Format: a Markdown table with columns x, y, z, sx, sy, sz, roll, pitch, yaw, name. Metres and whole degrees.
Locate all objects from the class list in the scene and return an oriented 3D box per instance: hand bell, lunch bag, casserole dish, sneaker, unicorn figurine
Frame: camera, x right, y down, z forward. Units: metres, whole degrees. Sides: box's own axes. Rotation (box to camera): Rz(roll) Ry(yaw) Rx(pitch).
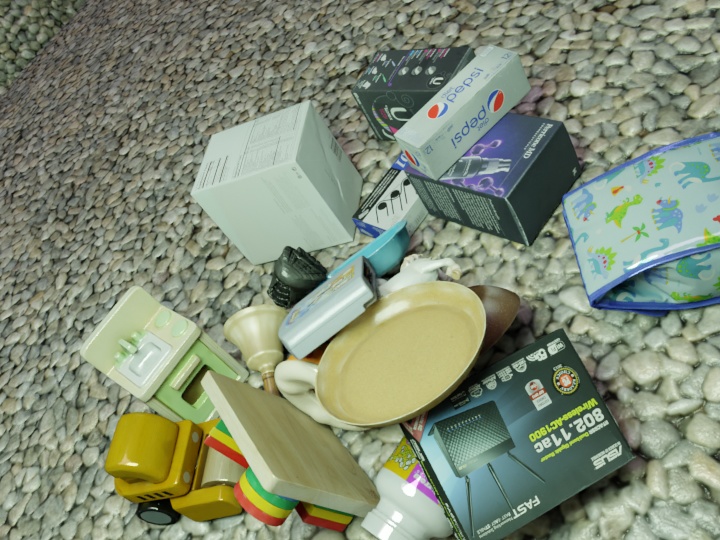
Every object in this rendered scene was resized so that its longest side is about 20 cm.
| x | y | z | sx | sy | sz | roll | pitch | yaw | name |
| --- | --- | --- | --- | --- | --- | --- | --- | --- | --- |
| -0.129 | 0.159 | 1.070 | 0.103 | 0.104 | 0.201 | -27 | 54 | 12 | hand bell |
| 0.348 | -0.045 | 0.872 | 0.198 | 0.128 | 0.171 | -13 | 47 | 12 | lunch bag |
| 0.000 | 0.000 | 1.092 | 0.199 | 0.039 | 0.121 | -36 | 8 | 22 | casserole dish |
| -0.100 | 0.018 | 1.113 | 0.076 | 0.200 | 0.091 | 41 | 92 | 4 | sneaker |
| 0.070 | 0.023 | 0.942 | 0.199 | 0.075 | 0.137 | -20 | 23 | -29 | unicorn figurine |

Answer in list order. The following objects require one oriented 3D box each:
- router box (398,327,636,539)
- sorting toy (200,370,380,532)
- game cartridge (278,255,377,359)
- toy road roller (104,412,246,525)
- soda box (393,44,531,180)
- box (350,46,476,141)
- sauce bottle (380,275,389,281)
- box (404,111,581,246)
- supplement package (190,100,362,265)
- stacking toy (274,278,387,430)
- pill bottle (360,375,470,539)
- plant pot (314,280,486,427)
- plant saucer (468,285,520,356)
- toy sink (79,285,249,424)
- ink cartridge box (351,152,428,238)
| x | y | z | sx | sy | sz | roll | pitch | yaw | name |
| --- | --- | --- | --- | --- | --- | --- | --- | --- | --- |
| 0.157 | 0.172 | 0.770 | 0.199 | 0.062 | 0.151 | -26 | 80 | -12 | router box |
| -0.092 | 0.229 | 0.895 | 0.070 | 0.198 | 0.200 | -54 | 42 | 6 | sorting toy |
| -0.040 | 0.044 | 0.928 | 0.133 | 0.042 | 0.200 | -33 | 8 | 5 | game cartridge |
| -0.247 | 0.255 | 1.007 | 0.198 | 0.146 | 0.124 | -16 | 47 | 23 | toy road roller |
| 0.145 | -0.224 | 1.055 | 0.200 | 0.068 | 0.063 | -45 | 43 | -8 | soda box |
| 0.104 | -0.293 | 1.258 | 0.199 | 0.122 | 0.107 | 11 | 60 | 41 | box |
| -0.022 | 0.093 | 1.053 | 0.200 | 0.066 | 0.066 | -48 | 43 | -8 | sauce bottle |
| 0.190 | -0.143 | 1.083 | 0.199 | 0.104 | 0.148 | 21 | 67 | 44 | box |
| -0.131 | -0.139 | 1.236 | 0.198 | 0.192 | 0.148 | -13 | 47 | 25 | supplement package |
| -0.011 | 0.093 | 0.978 | 0.145 | 0.146 | 0.201 | 2 | 52 | 35 | stacking toy |
| 0.087 | 0.221 | 0.836 | 0.104 | 0.104 | 0.201 | 21 | 68 | 44 | pill bottle |
| 0.044 | 0.089 | 0.785 | 0.199 | 0.028 | 0.201 | -24 | 31 | 16 | plant pot |
| 0.105 | 0.076 | 0.928 | 0.200 | 0.037 | 0.200 | -36 | 9 | 7 | plant saucer |
| -0.280 | 0.137 | 1.093 | 0.112 | 0.200 | 0.131 | 19 | 65 | 43 | toy sink |
| 0.082 | -0.134 | 1.195 | 0.094 | 0.044 | 0.201 | 23 | 69 | 43 | ink cartridge box |
